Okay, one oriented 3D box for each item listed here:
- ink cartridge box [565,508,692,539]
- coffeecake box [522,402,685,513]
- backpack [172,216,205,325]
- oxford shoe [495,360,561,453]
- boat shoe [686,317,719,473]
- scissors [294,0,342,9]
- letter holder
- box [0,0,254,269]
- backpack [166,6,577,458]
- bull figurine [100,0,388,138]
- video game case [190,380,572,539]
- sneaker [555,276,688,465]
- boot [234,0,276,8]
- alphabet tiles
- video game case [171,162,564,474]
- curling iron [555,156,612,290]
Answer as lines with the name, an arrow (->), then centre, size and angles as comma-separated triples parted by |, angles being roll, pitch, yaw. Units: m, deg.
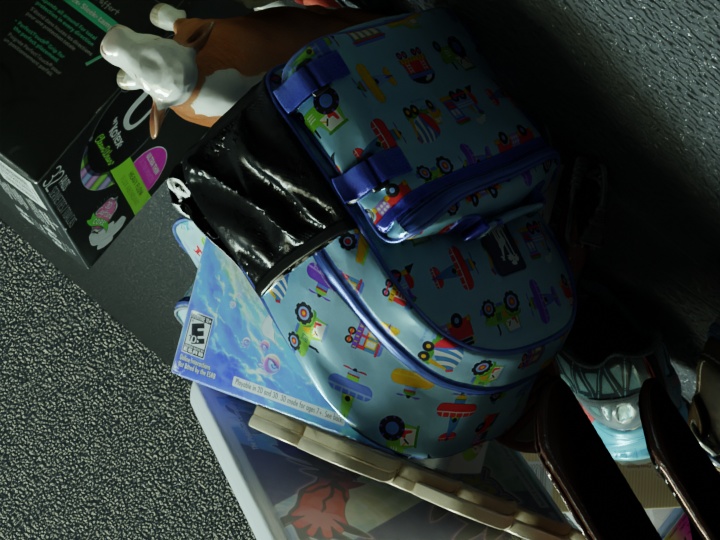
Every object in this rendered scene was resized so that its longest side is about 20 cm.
ink cartridge box -> 0.239, 0.206, 1.712 | 0.200, 0.076, 0.136 | 50, 167, -32
coffeecake box -> 0.105, 0.111, 1.603 | 0.153, 0.074, 0.200 | 0, -174, -22
backpack -> -0.052, 0.016, 1.784 | 0.200, 0.147, 0.183 | 51, 162, -20
oxford shoe -> 0.080, 0.047, 1.434 | 0.075, 0.070, 0.200 | 42, -170, -44
boat shoe -> 0.223, 0.099, 1.359 | 0.072, 0.072, 0.200 | 34, 167, 32
scissors -> 0.009, -0.106, 1.443 | 0.073, 0.014, 0.200 | 27, 160, 46
letter holder -> 0.164, 0.098, 1.188 | 0.143, 0.100, 0.200 | 56, -170, -2
box -> -0.156, -0.132, 1.412 | 0.124, 0.200, 0.149 | 36, 168, 16
backpack -> 0.028, -0.014, 1.198 | 0.182, 0.134, 0.201 | -15, -112, -51
bull figurine -> -0.062, -0.114, 1.289 | 0.199, 0.066, 0.121 | -3, -161, -32
video game case -> 0.012, 0.117, 1.374 | 0.181, 0.023, 0.200 | 0, -151, -21
sneaker -> 0.134, 0.035, 1.474 | 0.200, 0.079, 0.096 | 33, 143, 46
boot -> -0.077, -0.204, 1.209 | 0.155, 0.072, 0.200 | 46, 173, -22
alphabet tiles -> 0.041, 0.113, 1.235 | 0.199, 0.015, 0.195 | 24, 177, -34
video game case -> 0.000, 0.000, 1.347 | 0.199, 0.182, 0.045 | 17, -176, 30
curling iron -> 0.115, -0.001, 1.335 | 0.025, 0.050, 0.200 | 9, 153, 0
